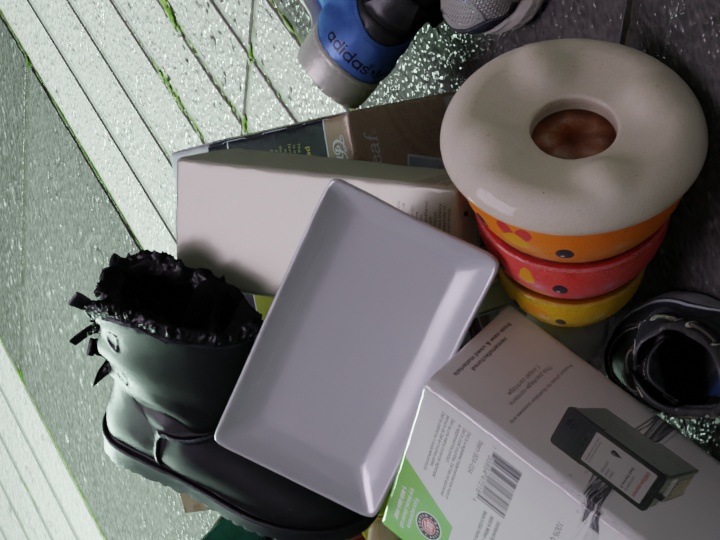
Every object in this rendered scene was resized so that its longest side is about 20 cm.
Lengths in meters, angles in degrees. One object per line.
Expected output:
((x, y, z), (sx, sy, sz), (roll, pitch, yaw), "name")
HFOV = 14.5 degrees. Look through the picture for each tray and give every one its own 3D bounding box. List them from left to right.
((-0.002, 0.043, 1.608), (0.201, 0.107, 0.022), (-65, -2, 33), "tray")

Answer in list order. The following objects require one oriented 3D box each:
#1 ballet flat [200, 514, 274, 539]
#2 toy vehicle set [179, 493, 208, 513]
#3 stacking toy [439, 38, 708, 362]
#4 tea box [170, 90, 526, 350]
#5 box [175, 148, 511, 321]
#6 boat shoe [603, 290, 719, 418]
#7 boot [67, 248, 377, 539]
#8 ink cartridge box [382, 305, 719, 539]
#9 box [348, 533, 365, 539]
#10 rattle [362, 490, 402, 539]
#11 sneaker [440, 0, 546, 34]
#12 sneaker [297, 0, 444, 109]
((-0.062, 0.180, 1.914), (0.069, 0.200, 0.070), (10, 117, 20), "ballet flat")
((-0.084, 0.071, 1.908), (0.200, 0.026, 0.125), (-37, -65, -65), "toy vehicle set")
((0.121, -0.016, 1.592), (0.201, 0.145, 0.146), (84, 160, -46), "stacking toy")
((0.000, 0.000, 1.807), (0.196, 0.133, 0.201), (-7, 94, 52), "tea box")
((-0.011, -0.023, 1.663), (0.199, 0.068, 0.083), (9, 103, 32), "box")
((0.177, 0.049, 1.560), (0.200, 0.056, 0.069), (174, 85, -68), "boat shoe")
((-0.078, 0.074, 1.702), (0.197, 0.074, 0.163), (19, 141, 13), "boot")
((0.123, 0.141, 1.602), (0.200, 0.084, 0.146), (37, 143, 17), "ink cartridge box")
((-0.041, 0.251, 1.874), (0.050, 0.075, 0.201), (18, 99, 18), "box")
((0.055, 0.225, 1.828), (0.130, 0.142, 0.201), (-124, 37, -73), "rattle")
((0.072, -0.198, 1.656), (0.200, 0.085, 0.077), (123, 131, -61), "sneaker")
((0.013, -0.191, 1.831), (0.111, 0.077, 0.200), (-47, 16, 21), "sneaker")
